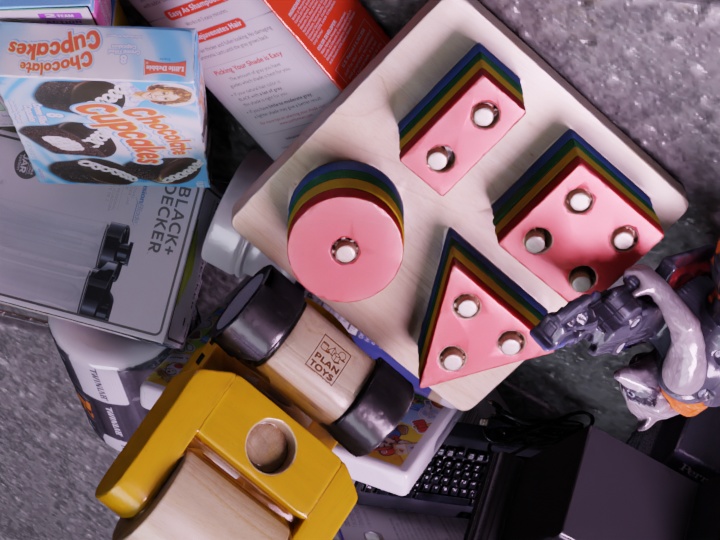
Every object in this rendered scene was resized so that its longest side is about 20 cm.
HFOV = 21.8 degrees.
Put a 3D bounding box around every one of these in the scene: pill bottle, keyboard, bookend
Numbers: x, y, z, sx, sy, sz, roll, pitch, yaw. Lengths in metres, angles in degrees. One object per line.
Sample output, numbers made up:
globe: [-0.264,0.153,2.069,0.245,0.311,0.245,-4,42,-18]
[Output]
pill bottle: [-0.163,0.071,1.390,0.105,0.107,0.201,19,153,15]
keyboard: [0.098,0.144,1.330,0.198,0.040,0.105,10,116,-30]
pill bottle: [0.000,0.000,1.235,0.199,0.112,0.111,27,148,4]
bookend: [0.195,0.167,1.120,0.198,0.093,0.200,30,149,-15]

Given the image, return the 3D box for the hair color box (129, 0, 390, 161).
hair color box: [-0.064,-0.154,1.115,0.101,0.062,0.200,-9,133,45]

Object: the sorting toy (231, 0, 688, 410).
sorting toy: [0.059,-0.025,1.094,0.200,0.070,0.199,38,112,-19]

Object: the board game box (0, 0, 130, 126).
board game box: [-0.218,-0.139,1.138,0.151,0.041,0.200,-1,165,2]

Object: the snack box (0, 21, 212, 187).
snack box: [-0.152,-0.097,1.139,0.115,0.037,0.200,1,165,-1]

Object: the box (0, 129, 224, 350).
box: [-0.204,-0.027,1.273,0.198,0.118,0.060,15,175,9]

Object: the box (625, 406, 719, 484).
box: [0.256,0.151,1.257,0.147,0.105,0.200,27,149,3]

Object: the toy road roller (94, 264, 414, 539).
toy road roller: [-0.073,0.106,1.125,0.123,0.201,0.146,39,157,-13]

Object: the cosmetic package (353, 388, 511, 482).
cosmetic package: [0.003,0.113,1.418,0.199,0.085,0.108,3,141,36]

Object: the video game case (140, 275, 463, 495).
video game case: [-0.023,0.070,1.292,0.198,0.182,0.023,17,124,18]

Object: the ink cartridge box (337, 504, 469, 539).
ink cartridge box: [0.080,0.219,1.376,0.198,0.044,0.198,4,-168,-8]

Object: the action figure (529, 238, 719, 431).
action figure: [0.197,0.029,1.051,0.105,0.199,0.194,56,138,18]
